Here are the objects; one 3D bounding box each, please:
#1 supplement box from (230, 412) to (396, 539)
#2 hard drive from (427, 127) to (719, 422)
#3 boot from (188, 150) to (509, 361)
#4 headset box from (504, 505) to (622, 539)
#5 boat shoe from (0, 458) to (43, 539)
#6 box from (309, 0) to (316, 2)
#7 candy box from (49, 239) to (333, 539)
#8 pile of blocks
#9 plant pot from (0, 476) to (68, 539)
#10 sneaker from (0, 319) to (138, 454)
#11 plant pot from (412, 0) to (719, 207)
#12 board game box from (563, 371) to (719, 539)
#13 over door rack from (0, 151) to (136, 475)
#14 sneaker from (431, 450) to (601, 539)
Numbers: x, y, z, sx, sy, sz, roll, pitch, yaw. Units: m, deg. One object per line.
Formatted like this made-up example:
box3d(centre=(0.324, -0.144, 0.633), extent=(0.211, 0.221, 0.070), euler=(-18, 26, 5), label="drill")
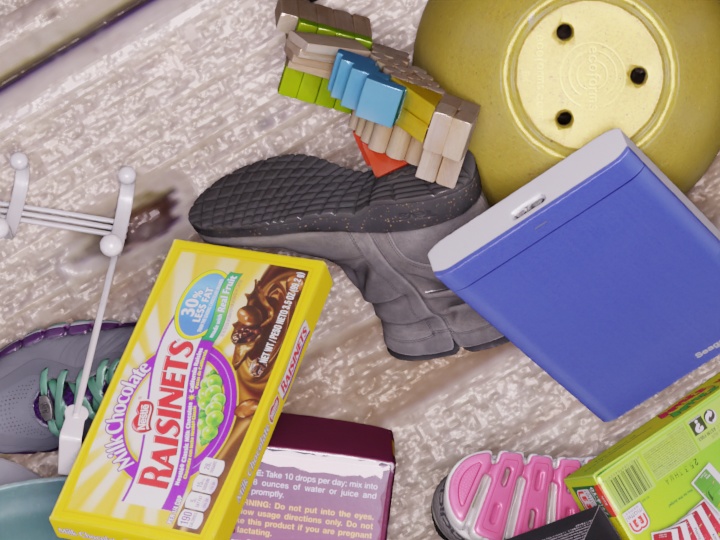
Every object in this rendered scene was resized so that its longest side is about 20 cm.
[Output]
box3d(centre=(-0.040, 0.195, 1.670), extent=(0.102, 0.131, 0.202), euler=(7, 96, 0), label="supplement box")
box3d(centre=(0.145, 0.007, 1.623), extent=(0.132, 0.025, 0.200), euler=(-33, 138, 16), label="hard drive")
box3d(centre=(0.000, 0.000, 1.677), extent=(0.199, 0.070, 0.132), euler=(0, 130, 30), label="boot")
box3d(centre=(0.091, 0.249, 1.642), extent=(0.148, 0.075, 0.201), euler=(-18, 137, -14), label="headset box")
box3d(centre=(-0.274, 0.158, 1.683), extent=(0.199, 0.070, 0.071), euler=(-1, 56, -35), label="boat shoe")
box3d(centre=(0.004, -0.282, 1.638), extent=(0.163, 0.086, 0.201), euler=(-22, 88, 3), label="box")
box3d(centre=(-0.095, 0.073, 1.607), extent=(0.101, 0.026, 0.201), euler=(7, 56, 22), label="candy box")
box3d(centre=(-0.003, -0.096, 1.621), extent=(0.082, 0.200, 0.063), euler=(6, 111, -32), label="pile of blocks")
box3d(centre=(-0.175, 0.226, 1.595), extent=(0.199, 0.201, 0.135), euler=(-6, 117, 2), label="plant pot")
box3d(centre=(-0.151, 0.063, 1.681), extent=(0.199, 0.088, 0.075), euler=(-17, 95, 3), label="sneaker")
box3d(centre=(0.129, -0.113, 1.632), extent=(0.198, 0.142, 0.202), euler=(0, 96, 1), label="plant pot")
box3d(centre=(0.229, 0.113, 1.661), extent=(0.199, 0.048, 0.102), euler=(-32, 95, -19), label="board game box")
box3d(centre=(-0.216, 0.013, 1.644), extent=(0.147, 0.067, 0.201), euler=(8, 57, 1), label="over door rack")
box3d(centre=(0.129, 0.147, 1.695), extent=(0.198, 0.087, 0.074), euler=(7, 77, -21), label="sneaker")
